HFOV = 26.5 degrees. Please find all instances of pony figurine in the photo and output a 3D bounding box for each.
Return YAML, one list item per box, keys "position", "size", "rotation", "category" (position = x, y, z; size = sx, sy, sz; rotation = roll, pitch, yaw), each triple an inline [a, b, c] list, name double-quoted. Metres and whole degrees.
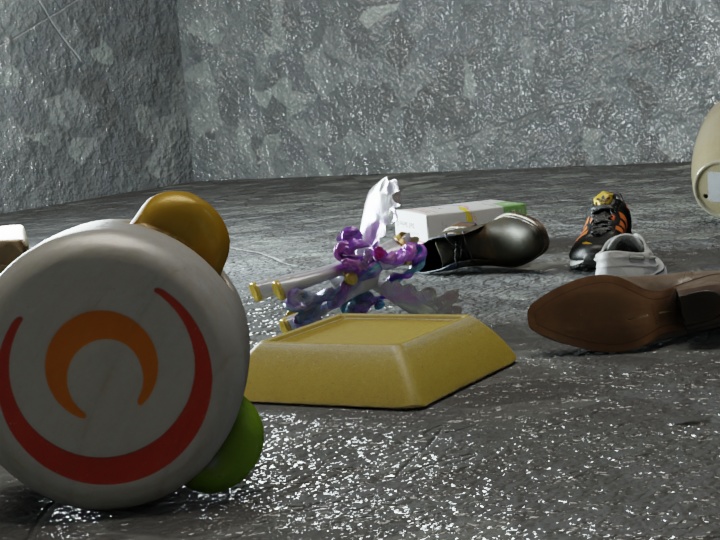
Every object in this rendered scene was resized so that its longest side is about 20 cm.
- position: [0.000, 0.000, 1.611]
  size: [0.200, 0.167, 0.193]
  rotation: [-23, 5, -17]
  category: "pony figurine"

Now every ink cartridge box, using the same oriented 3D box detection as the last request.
- position: [0.125, -0.057, 2.179]
  size: [0.200, 0.067, 0.117]
  rotation: [-8, 8, -22]
  category: "ink cartridge box"

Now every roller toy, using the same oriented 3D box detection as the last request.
- position: [-0.166, 0.056, 1.033]
  size: [0.182, 0.200, 0.140]
  rotation: [-11, 7, -1]
  category: "roller toy"

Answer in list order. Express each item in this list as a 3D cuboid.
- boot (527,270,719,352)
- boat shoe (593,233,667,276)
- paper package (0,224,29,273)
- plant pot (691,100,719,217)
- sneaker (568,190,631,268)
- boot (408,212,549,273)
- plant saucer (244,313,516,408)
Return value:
- position: [0.263, 0.035, 1.438]
  size: [0.200, 0.070, 0.146]
  rotation: [-2, 2, 11]
  category: "boot"
- position: [0.303, -0.010, 1.714]
  size: [0.074, 0.065, 0.200]
  rotation: [-3, 8, 15]
  category: "boat shoe"
- position: [-0.518, 0.007, 1.967]
  size: [0.190, 0.104, 0.200]
  rotation: [-6, 8, -11]
  category: "paper package"
- position: [0.582, -0.158, 2.345]
  size: [0.187, 0.187, 0.200]
  rotation: [0, 23, 31]
  category: "plant pot"
- position: [0.306, -0.055, 1.956]
  size: [0.070, 0.090, 0.200]
  rotation: [-2, 7, 18]
  category: "sneaker"
- position: [0.149, -0.024, 1.964]
  size: [0.097, 0.075, 0.200]
  rotation: [-24, 10, -34]
  category: "boot"
- position: [0.008, 0.073, 1.341]
  size: [0.200, 0.048, 0.200]
  rotation: [0, 8, 30]
  category: "plant saucer"
